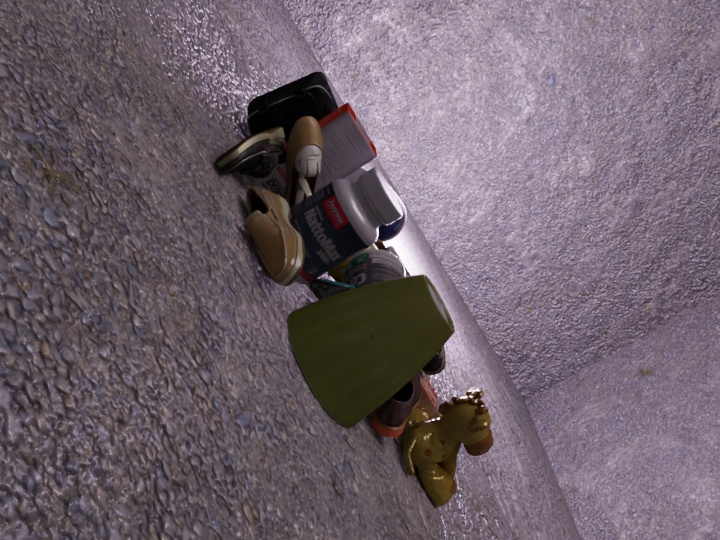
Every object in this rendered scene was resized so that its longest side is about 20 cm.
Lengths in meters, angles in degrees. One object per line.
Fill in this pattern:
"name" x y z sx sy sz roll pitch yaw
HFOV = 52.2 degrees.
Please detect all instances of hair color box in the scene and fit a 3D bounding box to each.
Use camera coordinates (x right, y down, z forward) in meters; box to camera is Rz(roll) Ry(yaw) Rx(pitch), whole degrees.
"hair color box" -0.079 -0.198 1.304 0.102 0.198 0.061 55 13 -23

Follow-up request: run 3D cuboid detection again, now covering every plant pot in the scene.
"plant pot" 0.028 0.093 1.056 0.188 0.198 0.188 56 12 -18

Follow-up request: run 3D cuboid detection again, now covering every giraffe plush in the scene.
"giraffe plush" 0.156 0.278 1.262 0.200 0.161 0.174 50 15 -44

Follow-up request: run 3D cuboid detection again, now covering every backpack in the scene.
"backpack" -0.107 -0.253 1.388 0.151 0.175 0.202 -97 163 -61

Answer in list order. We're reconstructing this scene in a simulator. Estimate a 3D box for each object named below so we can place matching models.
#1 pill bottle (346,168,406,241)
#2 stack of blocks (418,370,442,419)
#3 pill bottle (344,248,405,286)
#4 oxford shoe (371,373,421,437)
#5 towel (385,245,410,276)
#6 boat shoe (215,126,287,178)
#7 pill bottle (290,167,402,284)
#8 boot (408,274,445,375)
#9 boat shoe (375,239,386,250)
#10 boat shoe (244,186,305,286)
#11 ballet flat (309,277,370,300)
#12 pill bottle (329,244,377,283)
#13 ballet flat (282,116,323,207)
"pill bottle" 0.019 -0.137 1.510 0.112 0.110 0.200 64 11 21
"stack of blocks" 0.104 0.228 1.427 0.202 0.058 0.115 59 11 -7
"pill bottle" 0.025 0.069 1.272 0.113 0.112 0.202 52 26 -36
"oxford shoe" 0.072 0.190 1.212 0.070 0.073 0.200 21 27 3
"towel" 0.064 0.028 1.613 0.148 0.024 0.200 60 -21 -1
"boat shoe" -0.161 -0.181 1.175 0.067 0.071 0.201 61 23 -11
"pill bottle" -0.038 -0.076 1.182 0.120 0.198 0.120 56 12 -17
"boot" 0.107 0.088 1.389 0.151 0.072 0.203 42 38 -66
"boat shoe" 0.028 0.009 1.538 0.063 0.073 0.202 45 -22 48
"boat shoe" -0.137 -0.055 1.069 0.076 0.072 0.201 34 18 -35
"ballet flat" -0.009 0.050 1.182 0.069 0.198 0.072 8 86 -52
"pill bottle" 0.000 0.000 1.416 0.201 0.103 0.105 54 12 -30
"ballet flat" -0.091 -0.155 1.227 0.063 0.068 0.202 51 -40 43
